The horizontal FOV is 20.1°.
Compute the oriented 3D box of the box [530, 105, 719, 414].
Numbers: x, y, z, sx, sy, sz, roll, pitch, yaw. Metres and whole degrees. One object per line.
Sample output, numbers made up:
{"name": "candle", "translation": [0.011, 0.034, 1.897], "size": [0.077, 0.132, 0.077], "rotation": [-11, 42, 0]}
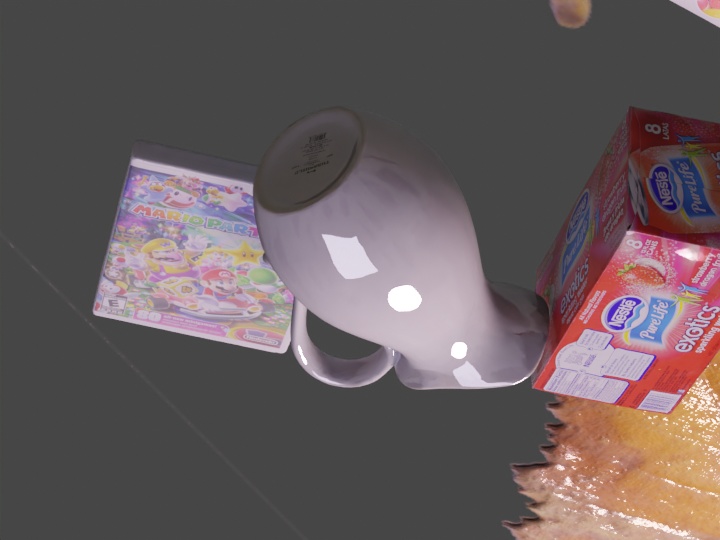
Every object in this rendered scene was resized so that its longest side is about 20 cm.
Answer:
{"name": "box", "translation": [0.180, -0.002, 1.263], "size": [0.099, 0.096, 0.200], "rotation": [10, 147, -8]}

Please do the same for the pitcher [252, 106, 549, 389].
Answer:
{"name": "pitcher", "translation": [0.000, 0.000, 1.262], "size": [0.170, 0.122, 0.200], "rotation": [-18, 135, 26]}

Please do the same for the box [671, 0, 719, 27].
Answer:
{"name": "box", "translation": [0.276, -0.172, 1.037], "size": [0.155, 0.041, 0.200], "rotation": [23, 143, -24]}

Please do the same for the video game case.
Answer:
{"name": "video game case", "translation": [-0.098, -0.011, 1.368], "size": [0.142, 0.018, 0.200], "rotation": [12, 147, -9]}
